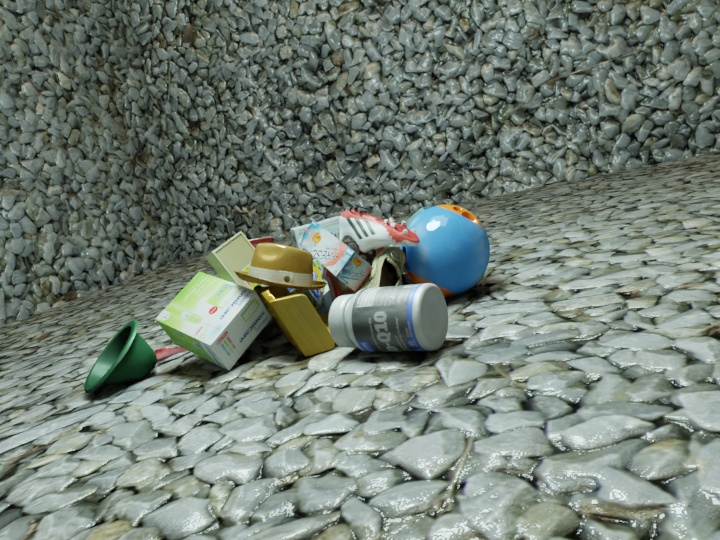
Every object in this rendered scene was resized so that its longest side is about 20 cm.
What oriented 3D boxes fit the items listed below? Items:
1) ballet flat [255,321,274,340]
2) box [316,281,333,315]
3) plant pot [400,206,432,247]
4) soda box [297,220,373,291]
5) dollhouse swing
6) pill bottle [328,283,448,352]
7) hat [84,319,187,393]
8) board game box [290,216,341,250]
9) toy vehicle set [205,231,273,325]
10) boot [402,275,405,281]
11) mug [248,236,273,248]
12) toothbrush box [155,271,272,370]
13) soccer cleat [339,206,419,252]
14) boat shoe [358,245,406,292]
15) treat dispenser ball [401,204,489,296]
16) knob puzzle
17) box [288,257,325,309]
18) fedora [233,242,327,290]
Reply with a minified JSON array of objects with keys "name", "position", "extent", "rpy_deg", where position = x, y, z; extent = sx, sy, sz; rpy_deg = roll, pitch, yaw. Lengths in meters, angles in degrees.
[{"name":"ballet flat","position":[-0.264,0.131,1.360],"extent":[0.199,0.068,0.068],"rpy_deg":[-26,-22,-50]},{"name":"box","position":[-0.112,0.055,1.552],"extent":[0.156,0.042,0.199],"rpy_deg":[-43,22,-22]},{"name":"plant pot","position":[0.186,-0.085,1.587],"extent":[0.195,0.138,0.201],"rpy_deg":[12,16,-3]},{"name":"soda box","position":[-0.057,-0.034,1.306],"extent":[0.064,0.068,0.199],"rpy_deg":[-52,38,0]},{"name":"dollhouse swing","position":[-0.095,0.067,1.279],"extent":[0.174,0.184,0.200],"rpy_deg":[-35,14,-12]},{"name":"pill bottle","position":[0.046,0.087,1.095],"extent":[0.196,0.117,0.113],"rpy_deg":[-7,12,35]},{"name":"hat","position":[-0.464,0.219,1.338],"extent":[0.202,0.176,0.164],"rpy_deg":[-57,28,-15]},{"name":"board game box","position":[-0.100,-0.034,1.704],"extent":[0.144,0.205,0.064],"rpy_deg":[-15,10,-15]},{"name":"toy vehicle set","position":[-0.246,0.019,1.389],"extent":[0.026,0.201,0.124],"rpy_deg":[-34,7,32]},{"name":"boot","position":[0.034,0.015,1.644],"extent":[0.198,0.078,0.166],"rpy_deg":[-26,-13,37]},{"name":"mug","position":[-0.239,0.028,1.519],"extent":[0.175,0.205,0.132],"rpy_deg":[-12,-1,-37]},{"name":"toothbrush box","position":[-0.307,0.100,1.287],"extent":[0.197,0.087,0.146],"rpy_deg":[16,56,38]},{"name":"soccer cleat","position":[0.037,-0.073,1.309],"extent":[0.197,0.087,0.068],"rpy_deg":[21,18,27]},{"name":"boat shoe","position":[0.057,0.014,1.278],"extent":[0.062,0.073,0.202],"rpy_deg":[-29,23,41]},{"name":"treat dispenser ball","position":[0.189,-0.044,1.372],"extent":[0.196,0.206,0.201],"rpy_deg":[-12,10,2]},{"name":"knob puzzle","position":[0.000,0.000,1.390],"extent":[0.215,0.225,0.030],"rpy_deg":[-9,16,19]},{"name":"box","position":[-0.130,0.030,1.472],"extent":[0.064,0.071,0.201],"rpy_deg":[-33,20,15]},{"name":"fedora","position":[-0.161,-0.011,1.278],"extent":[0.195,0.084,0.201],"rpy_deg":[8,2,0]}]
